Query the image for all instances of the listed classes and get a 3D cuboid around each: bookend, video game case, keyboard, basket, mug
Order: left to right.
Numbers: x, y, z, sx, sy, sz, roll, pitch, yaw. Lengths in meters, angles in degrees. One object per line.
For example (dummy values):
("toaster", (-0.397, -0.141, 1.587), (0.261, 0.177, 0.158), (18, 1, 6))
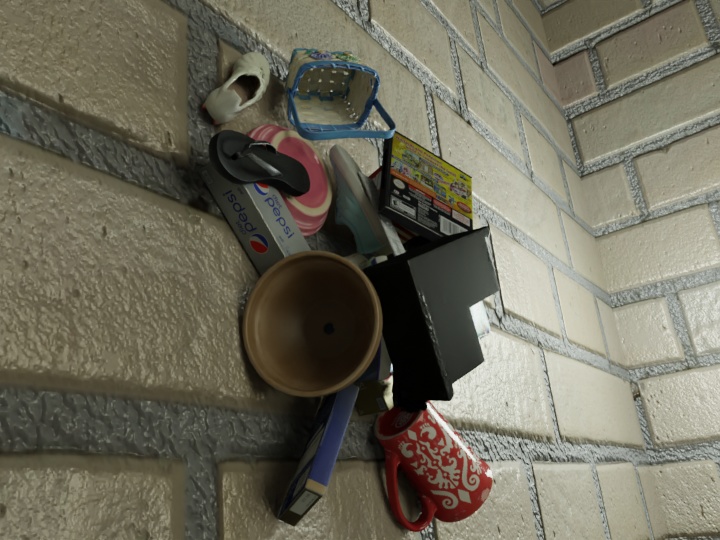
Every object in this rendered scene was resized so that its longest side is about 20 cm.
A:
("basket", (-0.049, -0.298, 1.049), (0.175, 0.139, 0.201), (-7, 56, -26))
("keyboard", (0.044, -0.080, 1.016), (0.056, 0.011, 0.201), (29, 35, -63))
("mug", (0.116, 0.328, 1.022), (0.200, 0.133, 0.178), (53, 35, -18))
("video game case", (0.121, -0.136, 1.061), (0.199, 0.025, 0.182), (25, 53, -27))
("bookend", (0.127, 0.058, 0.888), (0.199, 0.092, 0.200), (-23, 98, -42))

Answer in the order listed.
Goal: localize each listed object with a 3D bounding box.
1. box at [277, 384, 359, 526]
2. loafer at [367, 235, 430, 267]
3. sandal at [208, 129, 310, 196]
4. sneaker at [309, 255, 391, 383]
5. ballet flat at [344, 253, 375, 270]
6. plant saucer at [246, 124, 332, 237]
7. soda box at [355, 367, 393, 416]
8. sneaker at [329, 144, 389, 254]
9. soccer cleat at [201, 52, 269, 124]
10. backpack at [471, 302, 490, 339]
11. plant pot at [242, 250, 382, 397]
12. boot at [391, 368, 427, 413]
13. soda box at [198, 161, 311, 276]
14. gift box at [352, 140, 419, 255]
("box", (-0.052, 0.238, 0.835), (0.032, 0.121, 0.201), (25, 45, -6))
("loafer", (0.082, -0.001, 1.062), (0.199, 0.072, 0.073), (-23, 55, -27))
("sandal", (-0.137, -0.159, 0.866), (0.200, 0.043, 0.077), (5, 68, -56))
("sneaker", (-0.025, 0.078, 0.924), (0.081, 0.145, 0.201), (-104, -166, -81))
("ballet flat", (0.000, 0.000, 1.072), (0.200, 0.071, 0.072), (10, 65, -56))
("plant saucer", (-0.114, -0.156, 1.008), (0.200, 0.051, 0.202), (30, 51, -44))
("soda box", (0.002, 0.137, 1.012), (0.068, 0.064, 0.201), (-26, 96, -56))
("sneaker", (-0.021, -0.121, 1.057), (0.201, 0.082, 0.074), (64, 15, 4))
("soccer cleat", (-0.180, -0.299, 0.960), (0.069, 0.077, 0.200), (52, 37, -26))
("backpack", (0.160, 0.087, 1.201), (0.200, 0.150, 0.179), (-12, 85, -52))
("plant pot", (-0.058, 0.079, 0.854), (0.093, 0.200, 0.202), (35, 44, -68))
("boot", (0.079, 0.115, 0.953), (0.163, 0.073, 0.199), (-78, 165, -46))
("soda box", (-0.153, -0.084, 0.901), (0.201, 0.063, 0.068), (61, 34, -14))
("gift box", (0.103, -0.112, 1.187), (0.186, 0.200, 0.185), (30, 53, -24))
